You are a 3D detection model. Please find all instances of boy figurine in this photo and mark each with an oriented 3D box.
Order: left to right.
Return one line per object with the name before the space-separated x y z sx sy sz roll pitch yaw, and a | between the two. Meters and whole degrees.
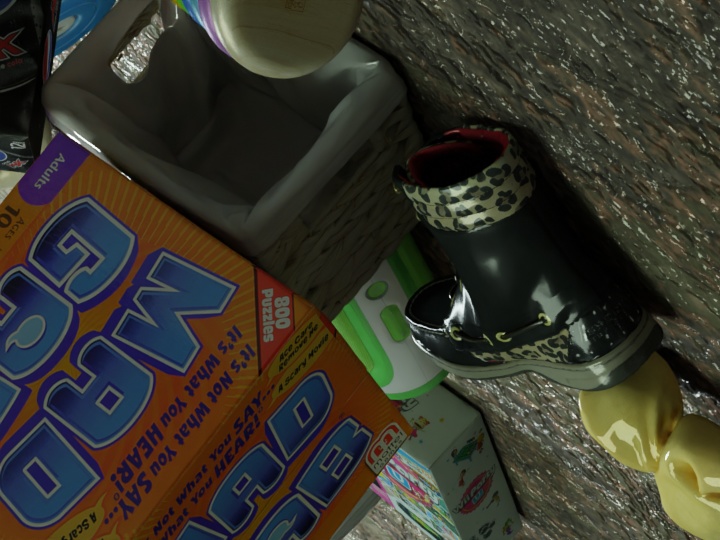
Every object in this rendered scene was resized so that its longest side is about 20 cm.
boy figurine | 0.208 0.122 1.303 0.200 0.064 0.124 39 166 23

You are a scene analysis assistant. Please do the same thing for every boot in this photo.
boot | 0.065 -0.012 1.309 0.154 0.074 0.203 53 158 -24

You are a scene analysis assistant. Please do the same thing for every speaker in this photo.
speaker | 0.000 0.000 1.505 0.088 0.088 0.200 34 163 37

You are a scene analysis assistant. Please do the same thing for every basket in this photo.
basket | -0.065 -0.076 1.371 0.200 0.136 0.123 34 167 36

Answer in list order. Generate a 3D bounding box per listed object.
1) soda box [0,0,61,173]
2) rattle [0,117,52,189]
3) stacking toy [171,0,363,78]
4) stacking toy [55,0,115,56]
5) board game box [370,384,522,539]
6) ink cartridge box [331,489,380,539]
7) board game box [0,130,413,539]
soda box | -0.213 -0.164 1.404 0.063 0.201 0.071 5 163 -1
rattle | -0.334 -0.171 2.090 0.129 0.143 0.200 9 142 7
stacking toy | -0.078 -0.165 1.264 0.085 0.085 0.200 53 168 -32
stacking toy | -0.252 -0.236 1.540 0.200 0.116 0.110 54 165 8
board game box | 0.042 0.138 1.843 0.147 0.064 0.200 36 163 30
ink cartridge box | -0.079 0.163 2.093 0.200 0.145 0.145 42 166 6
board game box | -0.127 0.084 1.335 0.200 0.200 0.200 34 170 28
